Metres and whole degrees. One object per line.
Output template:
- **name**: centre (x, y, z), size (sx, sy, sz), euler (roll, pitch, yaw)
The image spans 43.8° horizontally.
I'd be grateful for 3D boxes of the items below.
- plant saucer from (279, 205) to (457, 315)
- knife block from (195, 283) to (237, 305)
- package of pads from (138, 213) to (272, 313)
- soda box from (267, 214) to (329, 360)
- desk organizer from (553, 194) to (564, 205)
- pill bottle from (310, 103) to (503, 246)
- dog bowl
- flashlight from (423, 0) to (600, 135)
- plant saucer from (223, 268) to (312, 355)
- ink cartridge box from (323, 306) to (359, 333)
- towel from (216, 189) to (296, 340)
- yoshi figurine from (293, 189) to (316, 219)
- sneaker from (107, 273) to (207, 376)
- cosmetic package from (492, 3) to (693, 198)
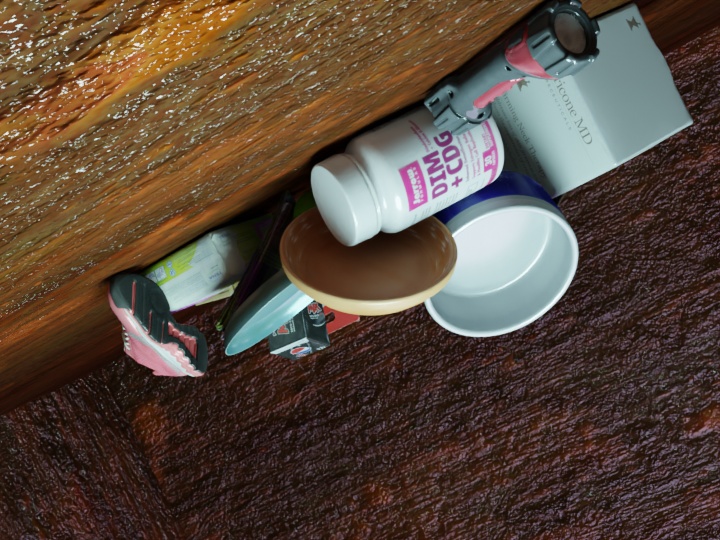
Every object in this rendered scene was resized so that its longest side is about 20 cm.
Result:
- **plant saucer**: centre (0.009, -0.014, 0.994), size (0.196, 0.038, 0.202), euler (2, -144, -1)
- **knife block**: centre (-0.201, 0.004, 1.463), size (0.197, 0.065, 0.175), euler (-18, -179, 18)
- **package of pads**: centre (-0.194, -0.007, 1.210), size (0.153, 0.069, 0.200), euler (-27, -179, 22)
- **soda box**: centre (-0.103, 0.021, 1.301), size (0.070, 0.204, 0.063), euler (-23, 155, 25)
- **desk organizer**: centre (0.216, -0.082, 1.247), size (0.076, 0.072, 0.202), euler (16, -116, 36)
- **pill bottle**: centre (0.051, -0.112, 0.992), size (0.198, 0.115, 0.113), euler (-28, -179, -21)
- **dog bowl**: centre (0.162, -0.019, 1.105), size (0.198, 0.201, 0.079), euler (-27, -139, 8)
- **flashlight**: centre (0.144, -0.188, 0.868), size (0.067, 0.069, 0.199), euler (-22, 176, -30)
- **plant saucer**: centre (-0.093, 0.030, 1.099), size (0.199, 0.028, 0.200), euler (-38, 171, -7)
- **ink cartridge box**: centre (-0.086, 0.004, 1.391), size (0.160, 0.204, 0.050), euler (-27, 152, 37)
- **towel**: centre (-0.121, -0.001, 1.174), size (0.203, 0.022, 0.144), euler (-64, 168, 0)
- **yoshi figurine**: centre (-0.039, -0.069, 1.169), size (0.110, 0.114, 0.200), euler (-21, 180, -1)
- **sneaker**: centre (-0.269, 0.082, 1.116), size (0.085, 0.075, 0.201), euler (-14, 140, 15)
- **cosmetic package**: centre (0.271, -0.201, 1.142), size (0.165, 0.170, 0.199), euler (-27, 180, -30)
